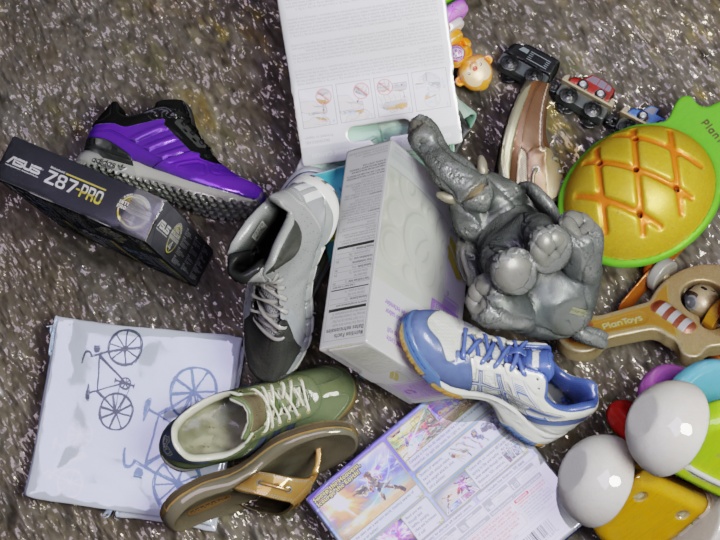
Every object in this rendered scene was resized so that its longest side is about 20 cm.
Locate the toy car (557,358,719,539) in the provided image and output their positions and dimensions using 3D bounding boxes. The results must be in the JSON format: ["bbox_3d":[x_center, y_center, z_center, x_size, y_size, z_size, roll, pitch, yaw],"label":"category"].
[{"bbox_3d":[0.279,0.156,1.348,0.174,0.200,0.151,26,40,-24],"label":"toy car"}]

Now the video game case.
[{"bbox_3d":[0.081,0.222,1.416,0.200,0.045,0.182,-39,76,-4],"label":"video game case"}]

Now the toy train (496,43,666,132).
[{"bbox_3d":[0.227,-0.169,1.502,0.199,0.034,0.046,31,71,13],"label":"toy train"}]

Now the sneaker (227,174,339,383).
[{"bbox_3d":[-0.088,0.015,1.350,0.075,0.115,0.202,21,110,23],"label":"sneaker"}]

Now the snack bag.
[{"bbox_3d":[-0.221,0.148,1.481,0.198,0.021,0.191,6,78,5],"label":"snack bag"}]

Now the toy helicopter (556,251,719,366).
[{"bbox_3d":[0.274,0.037,1.419,0.198,0.079,0.133,-12,52,-8],"label":"toy helicopter"}]

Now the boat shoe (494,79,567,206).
[{"bbox_3d":[0.163,-0.081,1.471,0.073,0.076,0.202,12,86,4],"label":"boat shoe"}]

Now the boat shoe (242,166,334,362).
[{"bbox_3d":[-0.064,0.001,1.450,0.071,0.062,0.202,14,98,-2],"label":"boat shoe"}]

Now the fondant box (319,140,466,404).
[{"bbox_3d":[0.037,0.004,1.403,0.058,0.144,0.202,-10,61,36],"label":"fondant box"}]

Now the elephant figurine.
[{"bbox_3d":[0.131,-0.036,1.377,0.140,0.156,0.200,-7,35,-23],"label":"elephant figurine"}]

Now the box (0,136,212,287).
[{"bbox_3d":[-0.238,-0.052,1.441,0.160,0.200,0.049,25,82,12],"label":"box"}]

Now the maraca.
[{"bbox_3d":[0.277,-0.083,1.419,0.199,0.107,0.138,-35,66,-3],"label":"maraca"}]

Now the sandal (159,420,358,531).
[{"bbox_3d":[-0.089,0.203,1.415,0.199,0.081,0.054,-24,58,-6],"label":"sandal"}]

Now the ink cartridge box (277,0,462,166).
[{"bbox_3d":[0.007,-0.213,1.460,0.161,0.057,0.202,-8,101,5],"label":"ink cartridge box"}]

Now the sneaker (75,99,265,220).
[{"bbox_3d":[-0.180,-0.120,1.519,0.198,0.070,0.100,17,77,10],"label":"sneaker"}]

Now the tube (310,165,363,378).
[{"bbox_3d":[0.000,0.000,1.444,0.050,0.077,0.202,-10,97,40],"label":"tube"}]

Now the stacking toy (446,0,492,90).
[{"bbox_3d":[0.063,-0.260,1.518,0.116,0.110,0.201,-37,86,-6],"label":"stacking toy"}]

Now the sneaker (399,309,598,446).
[{"bbox_3d":[0.127,0.080,1.354,0.199,0.088,0.076,30,48,-26],"label":"sneaker"}]

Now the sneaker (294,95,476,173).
[{"bbox_3d":[0.025,-0.110,1.486,0.118,0.074,0.201,38,81,20],"label":"sneaker"}]

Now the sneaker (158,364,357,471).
[{"bbox_3d":[-0.094,0.138,1.422,0.198,0.090,0.068,-19,80,-7],"label":"sneaker"}]
